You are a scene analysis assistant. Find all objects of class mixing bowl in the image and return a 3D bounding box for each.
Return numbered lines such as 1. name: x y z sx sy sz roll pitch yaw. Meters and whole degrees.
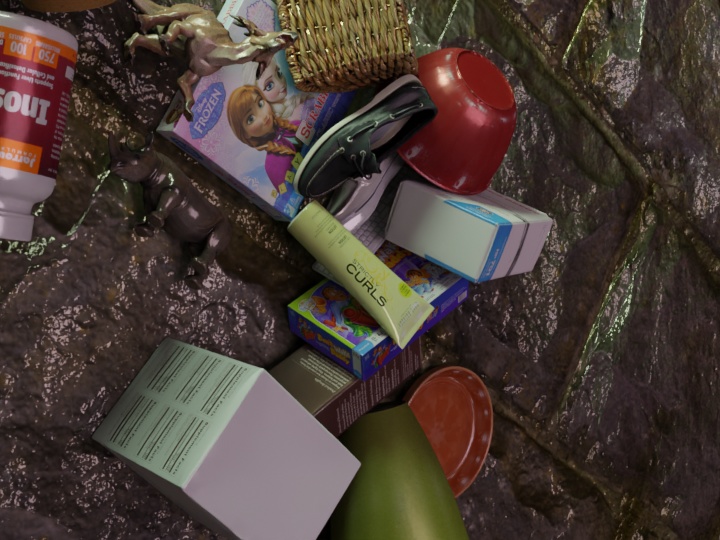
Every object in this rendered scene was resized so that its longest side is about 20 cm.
1. mixing bowl: 0.127 -0.208 1.274 0.198 0.108 0.202 23 45 -26

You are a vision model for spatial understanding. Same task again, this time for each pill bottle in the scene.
1. pill bottle: -0.338 -0.134 0.941 0.112 0.112 0.203 9 90 -41

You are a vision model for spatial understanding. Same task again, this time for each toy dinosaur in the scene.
1. toy dinosaur: -0.169 -0.250 1.062 0.135 0.200 0.086 -36 154 -30

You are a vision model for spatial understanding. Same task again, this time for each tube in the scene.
1. tube: 0.000 0.000 1.195 0.200 0.052 0.058 45 96 -1

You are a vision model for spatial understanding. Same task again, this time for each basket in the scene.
1. basket: -0.021 -0.319 1.193 0.143 0.147 0.203 -28 104 -83

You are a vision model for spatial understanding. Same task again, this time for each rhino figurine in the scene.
1. rhino figurine: -0.213 -0.077 1.092 0.201 0.059 0.088 52 44 -32

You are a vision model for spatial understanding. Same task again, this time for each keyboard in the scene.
1. keyboard: 0.017 -0.060 1.302 0.200 0.056 0.011 -50 149 -24

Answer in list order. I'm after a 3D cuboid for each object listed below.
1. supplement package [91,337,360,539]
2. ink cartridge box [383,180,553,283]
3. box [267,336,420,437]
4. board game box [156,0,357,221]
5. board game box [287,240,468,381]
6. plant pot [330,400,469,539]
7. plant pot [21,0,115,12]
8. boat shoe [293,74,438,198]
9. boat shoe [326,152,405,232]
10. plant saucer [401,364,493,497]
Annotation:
1. supplement package: -0.147 0.200 1.098 0.192 0.199 0.148 49 65 -35
2. ink cartridge box: 0.146 -0.057 1.309 0.199 0.145 0.087 -6 119 -60
3. box: -0.023 0.130 1.254 0.199 0.100 0.076 -33 136 -33
4. board game box: -0.114 -0.194 1.175 0.199 0.041 0.202 35 73 -39
5. board game box: 0.024 0.039 1.265 0.199 0.134 0.045 -36 140 -32
6. plant pot: 0.035 0.280 1.304 0.186 0.186 0.203 -10 87 -39
7. plant pot: -0.284 -0.353 0.930 0.185 0.185 0.202 -24 125 -36
8. boat shoe: 0.010 -0.145 1.180 0.199 0.066 0.075 -39 152 -7
9. boat shoe: 0.001 -0.126 1.269 0.201 0.072 0.066 -52 121 -24
10. plant saucer: 0.116 0.237 1.446 0.199 0.032 0.203 -6 100 -40
